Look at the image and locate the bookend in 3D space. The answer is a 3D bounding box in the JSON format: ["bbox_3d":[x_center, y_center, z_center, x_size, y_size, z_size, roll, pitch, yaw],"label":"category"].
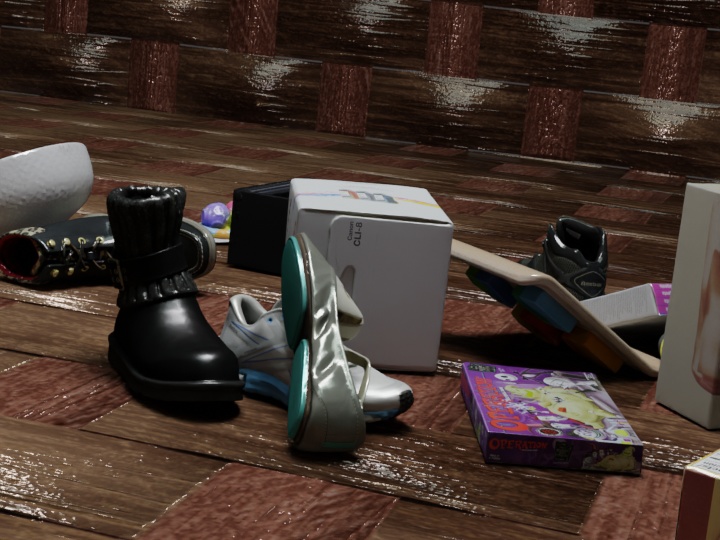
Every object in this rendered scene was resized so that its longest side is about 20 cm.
[{"bbox_3d":[-0.026,-0.047,1.712,0.200,0.092,0.199,12,12,24],"label":"bookend"}]

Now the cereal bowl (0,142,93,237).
[{"bbox_3d":[-0.390,-0.071,1.584,0.200,0.083,0.200,-22,0,0],"label":"cereal bowl"}]

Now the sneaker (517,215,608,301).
[{"bbox_3d":[0.231,-0.010,1.606,0.076,0.114,0.199,5,9,-11],"label":"sneaker"}]

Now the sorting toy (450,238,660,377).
[{"bbox_3d":[0.178,0.039,1.374,0.200,0.037,0.185,34,-4,-30],"label":"sorting toy"}]

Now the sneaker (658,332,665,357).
[{"bbox_3d":[0.380,0.074,1.346,0.200,0.075,0.085,8,6,-2],"label":"sneaker"}]

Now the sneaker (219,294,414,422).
[{"bbox_3d":[-0.043,0.066,1.144,0.200,0.087,0.075,14,12,33],"label":"sneaker"}]

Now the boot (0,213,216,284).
[{"bbox_3d":[-0.271,-0.016,1.495,0.203,0.074,0.154,8,13,32],"label":"boot"}]

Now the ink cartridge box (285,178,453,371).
[{"bbox_3d":[0.000,0.000,1.345,0.144,0.146,0.200,5,12,-5],"label":"ink cartridge box"}]

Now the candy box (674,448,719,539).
[{"bbox_3d":[0.233,0.148,0.780,0.055,0.116,0.200,12,12,33],"label":"candy box"}]

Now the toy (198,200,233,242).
[{"bbox_3d":[-0.154,-0.068,1.872,0.200,0.047,0.115,1,10,-25],"label":"toy"}]

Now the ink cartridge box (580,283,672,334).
[{"bbox_3d":[0.353,0.038,1.443,0.196,0.043,0.200,2,-10,-23],"label":"ink cartridge box"}]

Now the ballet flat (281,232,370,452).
[{"bbox_3d":[-0.026,0.056,1.083,0.064,0.067,0.200,8,47,-15],"label":"ballet flat"}]

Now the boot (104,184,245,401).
[{"bbox_3d":[-0.157,0.015,1.151,0.079,0.158,0.211,-1,13,-32],"label":"boot"}]

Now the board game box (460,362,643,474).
[{"bbox_3d":[0.149,0.116,1.141,0.120,0.032,0.200,1,11,-2],"label":"board game box"}]

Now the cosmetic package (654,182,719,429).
[{"bbox_3d":[0.332,0.030,1.220,0.103,0.200,0.087,0,13,-21],"label":"cosmetic package"}]
